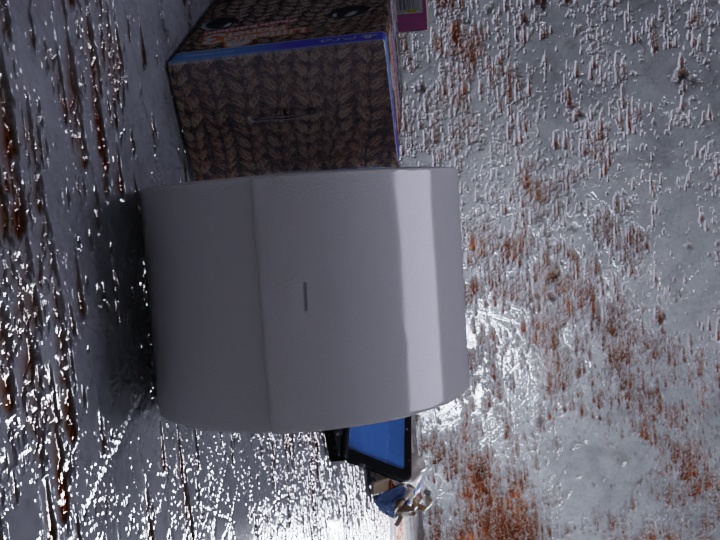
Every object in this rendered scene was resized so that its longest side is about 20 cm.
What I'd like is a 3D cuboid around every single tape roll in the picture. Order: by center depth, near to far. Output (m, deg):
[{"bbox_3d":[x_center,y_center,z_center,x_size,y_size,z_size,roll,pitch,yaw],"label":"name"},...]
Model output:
[{"bbox_3d":[-0.034,0.010,0.563,0.203,0.201,0.141,-34,121,-83],"label":"tape roll"}]

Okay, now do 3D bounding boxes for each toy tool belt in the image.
[{"bbox_3d":[0.067,0.452,1.795,0.123,0.124,0.201,-49,142,-34],"label":"toy tool belt"}]

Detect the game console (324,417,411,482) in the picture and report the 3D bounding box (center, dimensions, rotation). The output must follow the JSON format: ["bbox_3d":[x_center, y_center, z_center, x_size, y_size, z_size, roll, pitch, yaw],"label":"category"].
[{"bbox_3d":[0.012,0.182,1.300,0.201,0.115,0.177,-87,171,-53],"label":"game console"}]

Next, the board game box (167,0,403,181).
[{"bbox_3d":[-0.049,-0.162,0.722,0.201,0.158,0.098,-85,168,-59],"label":"board game box"}]

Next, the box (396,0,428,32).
[{"bbox_3d":[0.056,-0.562,1.885,0.200,0.174,0.098,-77,162,-69],"label":"box"}]
